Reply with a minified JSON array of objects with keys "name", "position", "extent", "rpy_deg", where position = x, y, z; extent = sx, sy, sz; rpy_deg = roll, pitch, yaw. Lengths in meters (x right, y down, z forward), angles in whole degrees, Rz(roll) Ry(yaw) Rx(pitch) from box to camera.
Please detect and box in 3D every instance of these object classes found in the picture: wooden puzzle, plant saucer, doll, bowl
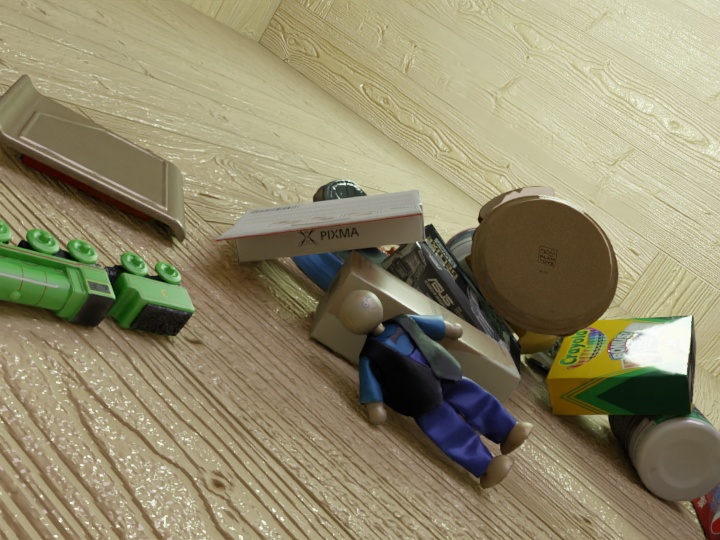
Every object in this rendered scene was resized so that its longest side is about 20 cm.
[{"name":"wooden puzzle","position":[-0.263,-0.110,0.747],"extent":[0.199,0.037,0.185],"rpy_deg":[33,13,-25]},{"name":"plant saucer","position":[0.283,0.031,1.066],"extent":[0.048,0.202,0.200],"rpy_deg":[24,-5,14]},{"name":"doll","position":[0.059,0.093,0.661],"extent":[0.200,0.049,0.137],"rpy_deg":[42,54,2]},{"name":"bowl","position":[0.000,0.000,0.957],"extent":[0.199,0.040,0.201],"rpy_deg":[32,14,-9]}]

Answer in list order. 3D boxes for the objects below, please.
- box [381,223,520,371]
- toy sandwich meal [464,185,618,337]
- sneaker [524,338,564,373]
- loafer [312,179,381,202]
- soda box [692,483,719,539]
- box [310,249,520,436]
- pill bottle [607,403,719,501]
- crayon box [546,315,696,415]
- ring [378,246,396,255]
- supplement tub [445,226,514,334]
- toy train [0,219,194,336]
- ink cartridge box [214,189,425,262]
[{"name":"box","position":[0.114,0.045,0.895],"extent":[0.201,0.050,0.158],"rpy_deg":[54,15,1]},{"name":"toy sandwich meal","position":[0.220,-0.008,0.936],"extent":[0.204,0.206,0.070],"rpy_deg":[37,-21,12]},{"name":"sneaker","position":[0.327,0.115,1.213],"extent":[0.077,0.089,0.200],"rpy_deg":[36,14,12]},{"name":"loafer","position":[-0.012,-0.072,0.996],"extent":[0.199,0.062,0.073],"rpy_deg":[6,73,-60]},{"name":"soda box","position":[0.469,0.309,0.926],"extent":[0.063,0.070,0.200],"rpy_deg":[35,14,9]},{"name":"box","position":[0.054,0.072,0.757],"extent":[0.199,0.078,0.095],"rpy_deg":[32,13,-9]},{"name":"pill bottle","position":[0.401,0.210,1.013],"extent":[0.112,0.114,0.200],"rpy_deg":[32,14,-7]},{"name":"crayon box","position":[0.360,0.125,1.020],"extent":[0.171,0.059,0.200],"rpy_deg":[-5,16,27]},{"name":"ring","position":[0.044,-0.057,1.289],"extent":[0.199,0.019,0.201],"rpy_deg":[33,13,-9]},{"name":"supplement tub","position":[0.176,0.018,1.086],"extent":[0.140,0.141,0.200],"rpy_deg":[33,14,-1]},{"name":"toy train","position":[-0.196,0.007,0.496],"extent":[0.199,0.042,0.057],"rpy_deg":[18,32,-48]},{"name":"ink cartridge box","position":[-0.033,-0.041,0.769],"extent":[0.197,0.045,0.176],"rpy_deg":[-7,14,4]}]
